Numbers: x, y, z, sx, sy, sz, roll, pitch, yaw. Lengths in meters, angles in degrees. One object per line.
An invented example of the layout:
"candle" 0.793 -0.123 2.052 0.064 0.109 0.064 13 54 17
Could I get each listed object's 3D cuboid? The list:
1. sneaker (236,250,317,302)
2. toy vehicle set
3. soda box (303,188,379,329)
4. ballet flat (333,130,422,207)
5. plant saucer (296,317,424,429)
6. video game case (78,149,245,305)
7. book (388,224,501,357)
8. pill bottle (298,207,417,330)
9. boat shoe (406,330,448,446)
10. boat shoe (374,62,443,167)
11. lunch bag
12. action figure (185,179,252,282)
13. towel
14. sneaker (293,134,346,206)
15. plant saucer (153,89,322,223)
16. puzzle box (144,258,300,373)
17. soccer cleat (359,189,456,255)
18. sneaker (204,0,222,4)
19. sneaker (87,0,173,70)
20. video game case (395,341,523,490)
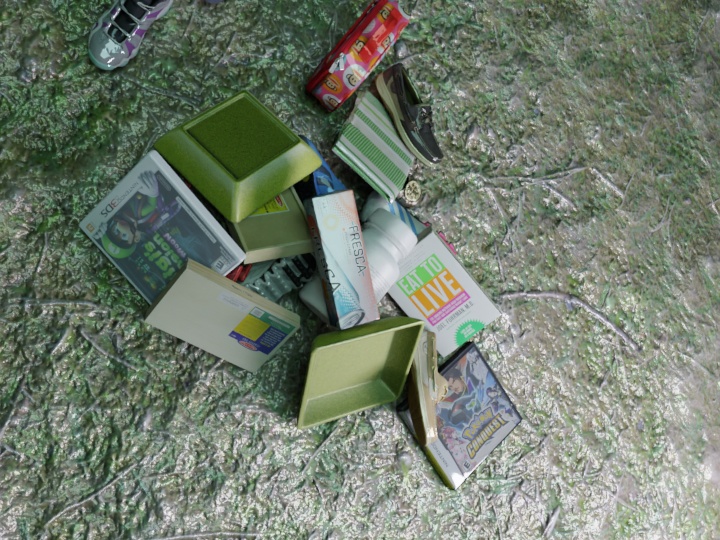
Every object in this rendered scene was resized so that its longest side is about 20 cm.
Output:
"sneaker" -0.165 0.023 1.143 0.199 0.081 0.076 -34 128 -9
"toy vehicle set" -0.158 -0.103 1.129 0.123 0.027 0.201 -10 54 -26
"soda box" -0.030 -0.018 1.072 0.068 0.063 0.203 -14 96 -17
"ballet flat" 0.037 -0.186 1.282 0.199 0.046 0.068 39 66 -14
"plant saucer" -0.011 0.155 1.143 0.197 0.202 0.048 -12 47 -26
"video game case" -0.294 -0.044 1.043 0.200 0.181 0.023 50 26 -10
"book" 0.137 0.040 1.258 0.133 0.048 0.200 -39 104 12
"pill bottle" 0.000 0.000 1.174 0.114 0.114 0.201 41 81 -13
"boat shoe" 0.118 0.196 1.216 0.068 0.074 0.203 -2 71 -12
"boat shoe" 0.099 -0.287 1.298 0.072 0.066 0.202 -24 82 -55
"lunch bag" 0.003 -0.380 1.226 0.082 0.176 0.201 40 67 -14
"action figure" -0.248 -0.072 1.085 0.199 0.065 0.100 31 100 8
"towel" 0.030 -0.223 1.253 0.152 0.023 0.201 40 40 -17
"sneaker" -0.061 -0.140 1.224 0.078 0.066 0.202 -24 92 -39
"plant saucer" -0.190 -0.200 1.124 0.200 0.048 0.199 43 59 14
"puzzle box" -0.207 0.074 1.071 0.199 0.133 0.026 31 33 -26
"soccer cleat" 0.083 -0.065 1.281 0.199 0.070 0.087 39 88 -15
"sneaker" -0.212 -0.545 1.204 0.070 0.082 0.202 34 69 -17
"sneaker" -0.346 -0.409 1.085 0.077 0.140 0.202 32 69 -17
"video game case" 0.184 0.261 1.289 0.199 0.025 0.182 -37 98 -25
